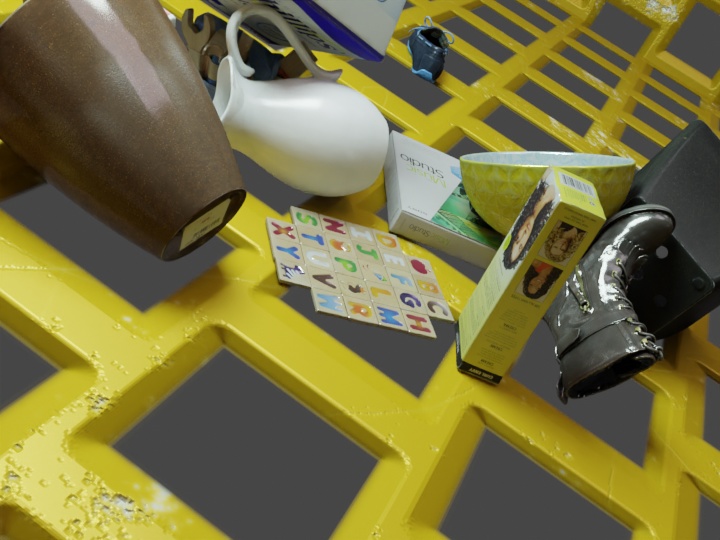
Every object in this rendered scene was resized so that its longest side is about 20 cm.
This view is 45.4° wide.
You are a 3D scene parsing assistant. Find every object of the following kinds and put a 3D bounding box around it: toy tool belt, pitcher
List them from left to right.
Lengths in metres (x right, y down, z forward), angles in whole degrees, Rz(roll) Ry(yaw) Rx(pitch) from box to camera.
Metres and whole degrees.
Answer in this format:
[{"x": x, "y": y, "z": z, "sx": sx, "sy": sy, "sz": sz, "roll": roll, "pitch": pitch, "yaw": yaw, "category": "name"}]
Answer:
[{"x": -0.155, "y": -0.247, "z": 0.991, "sx": 0.198, "sy": 0.124, "sz": 0.125, "roll": 28, "pitch": 30, "yaw": -2, "category": "toy tool belt"}, {"x": -0.065, "y": -0.175, "z": 0.919, "sx": 0.197, "sy": 0.174, "sz": 0.121, "roll": 13, "pitch": 13, "yaw": -24, "category": "pitcher"}]

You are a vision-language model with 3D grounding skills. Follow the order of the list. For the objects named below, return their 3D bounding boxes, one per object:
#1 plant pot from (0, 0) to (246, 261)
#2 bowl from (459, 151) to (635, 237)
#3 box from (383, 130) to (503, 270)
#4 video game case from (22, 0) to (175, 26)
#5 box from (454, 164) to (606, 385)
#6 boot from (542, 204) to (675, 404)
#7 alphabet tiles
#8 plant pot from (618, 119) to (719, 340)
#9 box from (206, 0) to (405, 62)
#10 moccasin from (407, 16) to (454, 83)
[{"x": -0.193, "y": -0.114, "z": 0.736, "sx": 0.201, "sy": 0.187, "sz": 0.186, "roll": 50, "pitch": 33, "yaw": 6, "category": "plant pot"}, {"x": 0.212, "y": -0.076, "z": 0.994, "sx": 0.196, "sy": 0.110, "sz": 0.200, "roll": 0, "pitch": 13, "yaw": 0, "category": "bowl"}, {"x": 0.099, "y": -0.089, "z": 1.067, "sx": 0.142, "sy": 0.037, "sz": 0.201, "roll": 21, "pitch": 34, "yaw": -16, "category": "box"}, {"x": -0.270, "y": -0.247, "z": 0.872, "sx": 0.199, "sy": 0.144, "sz": 0.017, "roll": 38, "pitch": 47, "yaw": 14, "category": "video game case"}, {"x": 0.153, "y": 0.007, "z": 0.808, "sx": 0.049, "sy": 0.202, "sz": 0.076, "roll": 21, "pitch": 30, "yaw": -9, "category": "box"}, {"x": 0.271, "y": 0.037, "z": 0.896, "sx": 0.069, "sy": 0.199, "sz": 0.175, "roll": 44, "pitch": 17, "yaw": -32, "category": "boot"}, {"x": 0.000, "y": 0.000, "z": 0.878, "sx": 0.197, "sy": 0.006, "sz": 0.167, "roll": 15, "pitch": 33, "yaw": -25, "category": "alphabet tiles"}, {"x": 0.375, "y": -0.028, "z": 1.048, "sx": 0.176, "sy": 0.200, "sz": 0.200, "roll": -28, "pitch": 75, "yaw": -43, "category": "plant pot"}, {"x": -0.078, "y": -0.321, "z": 0.924, "sx": 0.198, "sy": 0.106, "sz": 0.183, "roll": 20, "pitch": -2, "yaw": 39, "category": "box"}, {"x": 0.130, "y": -0.391, "z": 1.504, "sx": 0.079, "sy": 0.069, "sz": 0.201, "roll": 20, "pitch": 32, "yaw": -16, "category": "moccasin"}]
